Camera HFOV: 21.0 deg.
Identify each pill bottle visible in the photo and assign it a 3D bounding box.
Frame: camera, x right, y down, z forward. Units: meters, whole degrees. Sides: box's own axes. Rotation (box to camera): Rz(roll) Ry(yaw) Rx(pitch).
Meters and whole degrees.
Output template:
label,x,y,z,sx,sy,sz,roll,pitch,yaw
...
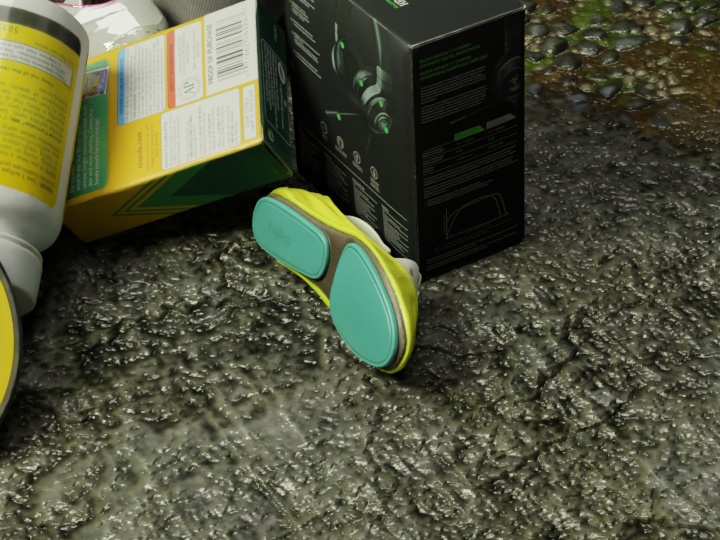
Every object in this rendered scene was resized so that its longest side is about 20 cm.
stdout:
label,x,y,z,sx,sy,sz,roll,pitch,yaw
pill bottle,-0.250,-0.076,1.296,0.114,0.114,0.200,2,69,8

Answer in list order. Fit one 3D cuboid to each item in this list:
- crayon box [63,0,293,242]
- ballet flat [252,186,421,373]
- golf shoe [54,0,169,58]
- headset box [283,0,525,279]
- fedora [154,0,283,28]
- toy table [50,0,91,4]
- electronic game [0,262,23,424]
label,x,y,z,sx,sy,sz,roll,pitch,yaw
crayon box,-0.148,-0.100,1.363,0.200,0.052,0.126,-16,56,19
ballet flat,0.000,0.000,1.282,0.067,0.067,0.200,-1,29,-34
golf shoe,-0.237,-0.157,1.468,0.199,0.075,0.092,-13,75,0
headset box,0.028,-0.128,1.331,0.093,0.200,0.174,-22,39,-23
fedora,-0.121,-0.217,1.531,0.177,0.091,0.200,4,15,-33
toy table,-0.274,-0.220,1.550,0.184,0.117,0.200,21,44,30
electronic game,-0.302,0.042,1.167,0.200,0.200,0.042,-24,-1,-25
